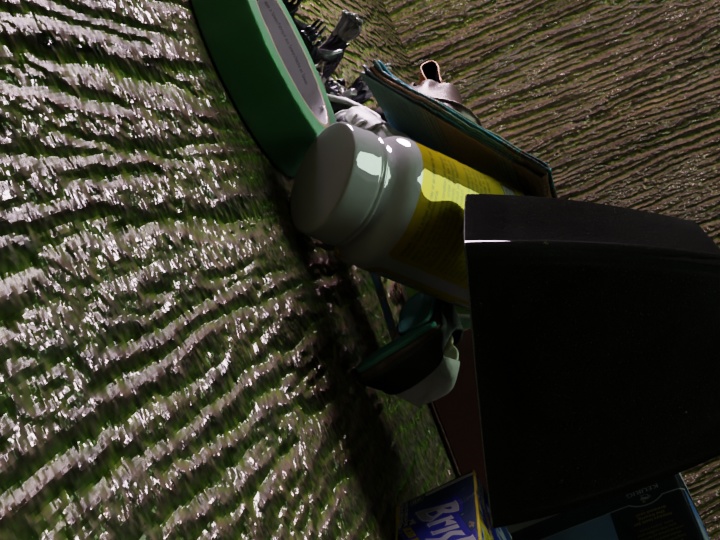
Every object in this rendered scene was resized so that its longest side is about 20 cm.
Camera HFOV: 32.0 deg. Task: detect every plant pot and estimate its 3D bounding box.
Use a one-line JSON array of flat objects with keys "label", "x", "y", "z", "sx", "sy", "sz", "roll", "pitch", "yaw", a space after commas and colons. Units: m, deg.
[{"label": "plant pot", "x": 0.170, "y": 0.048, "z": 0.908, "sx": 0.200, "sy": 0.176, "sz": 0.201, "roll": -71, "pitch": 154, "yaw": -76}]

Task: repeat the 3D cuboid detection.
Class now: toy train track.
[{"label": "toy train track", "x": 0.000, "y": 0.000, "z": 1.139, "sx": 0.115, "sy": 0.032, "sz": 0.201, "roll": 26, "pitch": 45, "yaw": -86}]

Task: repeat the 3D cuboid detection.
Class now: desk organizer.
[{"label": "desk organizer", "x": 0.127, "y": 0.163, "z": 1.267, "sx": 0.201, "sy": 0.077, "sz": 0.072, "roll": 69, "pitch": 11, "yaw": 21}]

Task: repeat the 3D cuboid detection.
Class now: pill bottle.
[{"label": "pill bottle", "x": 0.050, "y": -0.043, "z": 1.043, "sx": 0.199, "sy": 0.114, "sz": 0.115, "roll": 21, "pitch": 34, "yaw": -29}]

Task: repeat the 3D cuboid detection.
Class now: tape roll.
[{"label": "tape roll", "x": -0.080, "y": -0.180, "z": 1.086, "sx": 0.201, "sy": 0.048, "sz": 0.201, "roll": -90, "pitch": 154, "yaw": -69}]

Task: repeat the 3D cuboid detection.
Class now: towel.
[{"label": "towel", "x": 0.097, "y": -0.109, "z": 1.134, "sx": 0.200, "sy": 0.022, "sz": 0.147, "roll": 34, "pitch": -7, "yaw": 23}]

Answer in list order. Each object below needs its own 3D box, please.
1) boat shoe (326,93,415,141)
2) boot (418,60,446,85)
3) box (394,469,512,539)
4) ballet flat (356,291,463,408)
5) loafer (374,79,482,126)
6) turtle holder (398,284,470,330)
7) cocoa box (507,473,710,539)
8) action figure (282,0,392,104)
[{"label": "boat shoe", "x": -0.007, "y": -0.120, "z": 1.190, "sx": 0.065, "sy": 0.074, "sz": 0.200, "roll": 40, "pitch": -5, "yaw": -35}, {"label": "boot", "x": 0.115, "y": -0.155, "z": 1.712, "sx": 0.200, "sy": 0.068, "sz": 0.189, "roll": 106, "pitch": -27, "yaw": -49}, {"label": "box", "x": 0.064, "y": 0.214, "z": 0.832, "sx": 0.064, "sy": 0.070, "sz": 0.200, "roll": 61, "pitch": 10, "yaw": -14}, {"label": "ballet flat", "x": 0.054, "y": 0.069, "z": 1.049, "sx": 0.069, "sy": 0.068, "sz": 0.200, "roll": 58, "pitch": 23, "yaw": -6}, {"label": "loafer", "x": 0.072, "y": -0.168, "z": 1.288, "sx": 0.073, "sy": 0.071, "sz": 0.200, "roll": 39, "pitch": -3, "yaw": -24}, {"label": "turtle holder", "x": 0.128, "y": -0.002, "z": 1.391, "sx": 0.132, "sy": 0.185, "sz": 0.141, "roll": 95, "pitch": -24, "yaw": -51}, {"label": "cocoa box", "x": 0.180, "y": 0.255, "z": 0.964, "sx": 0.131, "sy": 0.199, "sz": 0.134, "roll": -93, "pitch": 157, "yaw": -64}, {"label": "action figure", "x": -0.022, "y": -0.210, "z": 1.309, "sx": 0.119, "sy": 0.102, "sz": 0.200, "roll": 55, "pitch": 6, "yaw": 27}]
